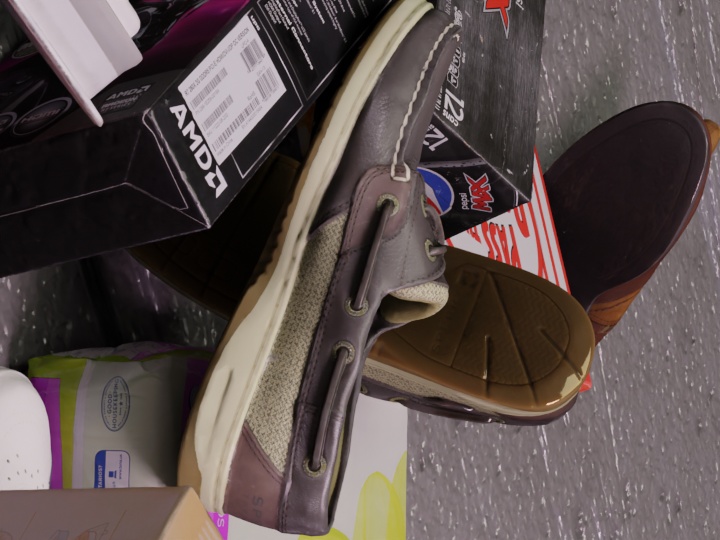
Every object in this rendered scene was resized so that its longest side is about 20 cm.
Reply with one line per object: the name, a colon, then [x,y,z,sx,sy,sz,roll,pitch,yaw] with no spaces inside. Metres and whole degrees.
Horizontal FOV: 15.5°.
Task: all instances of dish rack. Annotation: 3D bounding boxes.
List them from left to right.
dish rack: [-0.136,-0.151,0.818,0.043,0.172,0.200,-36,132,-5]

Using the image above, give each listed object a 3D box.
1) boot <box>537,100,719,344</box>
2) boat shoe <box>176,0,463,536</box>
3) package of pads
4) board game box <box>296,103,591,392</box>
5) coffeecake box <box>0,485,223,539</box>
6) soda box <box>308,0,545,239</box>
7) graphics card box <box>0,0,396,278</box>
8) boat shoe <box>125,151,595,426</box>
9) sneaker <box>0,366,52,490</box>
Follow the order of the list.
boot: [0.142,-0.030,1.294,0.200,0.068,0.189,-36,154,-55]
boat shoe: [0.000,0.000,0.939,0.072,0.066,0.202,91,23,-74]
package of pads: [-0.053,0.108,1.017,0.200,0.068,0.155,14,76,-60]
board game box: [0.028,-0.047,1.148,0.151,0.046,0.201,20,54,-58]
coffeecake box: [-0.141,0.139,0.725,0.073,0.199,0.154,62,38,-36]
soda box: [0.032,-0.109,1.073,0.071,0.063,0.201,40,41,-34]
graphics card box: [-0.068,-0.073,0.949,0.051,0.125,0.200,63,37,-23]
boat shoe: [-0.008,0.013,1.010,0.073,0.199,0.065,-58,166,-25]
sneaker: [-0.101,0.125,0.867,0.080,0.129,0.200,49,46,-48]
